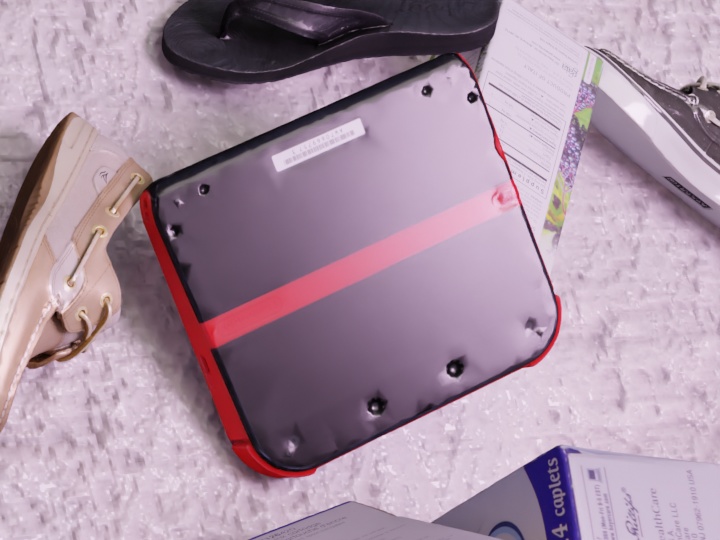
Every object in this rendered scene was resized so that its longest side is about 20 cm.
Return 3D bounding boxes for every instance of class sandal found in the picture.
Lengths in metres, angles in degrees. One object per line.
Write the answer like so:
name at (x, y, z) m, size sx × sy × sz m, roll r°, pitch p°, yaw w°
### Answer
sandal at (-0.018, -0.153, 1.446) m, size 0.200 × 0.048 × 0.075 m, roll -10°, pitch 47°, yaw -16°

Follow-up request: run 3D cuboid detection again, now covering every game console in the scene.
game console at (0.000, 0.000, 1.348) m, size 0.199 × 0.031 × 0.177 m, roll -25°, pitch 99°, yaw -17°

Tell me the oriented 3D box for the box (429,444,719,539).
box at (0.096, 0.209, 1.262) m, size 0.105 × 0.200 × 0.185 m, roll 9°, pitch 61°, yaw -31°

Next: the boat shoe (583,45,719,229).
boat shoe at (0.208, -0.086, 1.590) m, size 0.200 × 0.071 × 0.064 m, roll 38°, pitch 82°, yaw -22°

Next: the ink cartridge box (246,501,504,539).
ink cartridge box at (-0.027, 0.166, 1.171) m, size 0.197 × 0.200 × 0.047 m, roll -18°, pitch 99°, yaw -30°

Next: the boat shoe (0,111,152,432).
boat shoe at (-0.152, 0.007, 1.280) m, size 0.069 × 0.074 × 0.200 m, roll 28°, pitch 51°, yaw -14°

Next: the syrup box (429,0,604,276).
syrup box at (0.071, -0.054, 1.475) m, size 0.081 × 0.079 × 0.200 m, roll 31°, pitch 51°, yaw -19°
